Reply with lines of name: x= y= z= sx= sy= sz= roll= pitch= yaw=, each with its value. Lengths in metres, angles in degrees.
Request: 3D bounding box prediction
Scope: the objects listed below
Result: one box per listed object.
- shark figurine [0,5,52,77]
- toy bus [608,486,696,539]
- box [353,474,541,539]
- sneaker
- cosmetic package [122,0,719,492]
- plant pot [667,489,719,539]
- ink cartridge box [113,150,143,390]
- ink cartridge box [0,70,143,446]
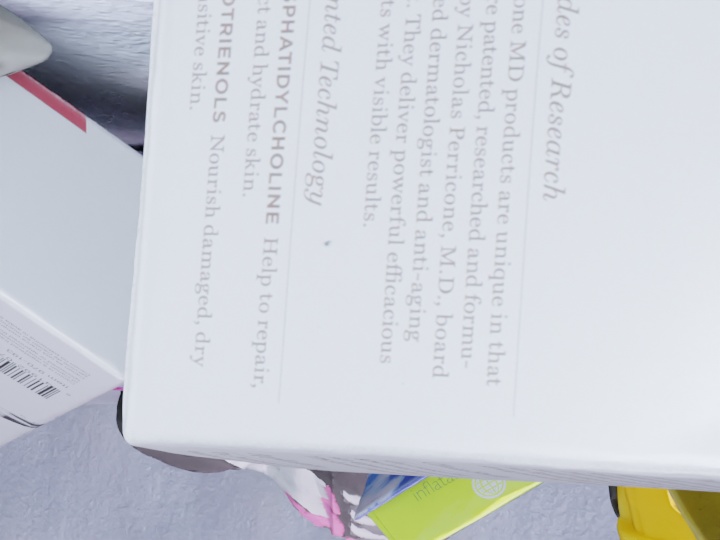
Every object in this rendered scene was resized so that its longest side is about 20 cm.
shark figurine: x=-0.220 y=-0.063 z=0.786 sx=0.128 sy=0.214 sz=0.090 roll=31 pitch=141 yaw=20
toy bus: x=0.207 y=0.047 z=1.350 sx=0.136 sy=0.200 sz=0.192 roll=0 pitch=137 yaw=26
box: x=0.067 y=0.066 z=1.189 sx=0.122 sy=0.048 sz=0.200 roll=-33 pitch=-165 yaw=20
sneaker: x=-0.028 y=0.078 z=1.299 sx=0.200 sy=0.080 sz=0.086 roll=24 pitch=-144 yaw=-4
cosmetic package: x=0.057 y=-0.018 z=0.730 sx=0.200 sy=0.167 sz=0.167 roll=1 pitch=173 yaw=26
plant pot: x=0.220 y=0.036 z=1.123 sx=0.142 sy=0.200 sz=0.200 roll=-17 pitch=177 yaw=-11
ink cartridge box: x=-0.180 y=-0.001 z=1.201 sx=0.200 sy=0.120 sz=0.042 roll=1 pitch=174 yaw=21
ink cartridge box: x=-0.165 y=-0.008 z=0.959 sx=0.145 sy=0.083 sz=0.200 roll=35 pitch=156 yaw=-14
